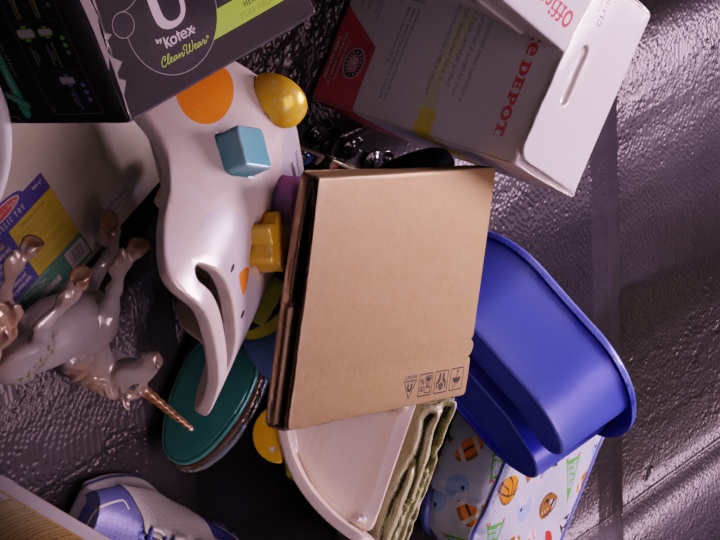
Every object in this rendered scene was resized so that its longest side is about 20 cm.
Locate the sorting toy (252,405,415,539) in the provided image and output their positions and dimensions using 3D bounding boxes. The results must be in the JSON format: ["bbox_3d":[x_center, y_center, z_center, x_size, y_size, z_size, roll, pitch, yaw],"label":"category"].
[{"bbox_3d":[-0.006,0.092,1.551,0.180,0.106,0.201,80,30,-82],"label":"sorting toy"}]

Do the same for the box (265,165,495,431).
[{"bbox_3d":[0.017,0.013,1.387,0.199,0.021,0.165,-6,107,-52],"label":"box"}]

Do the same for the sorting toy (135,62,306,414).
[{"bbox_3d":[-0.091,-0.013,1.321,0.181,0.106,0.201,-79,164,-47],"label":"sorting toy"}]

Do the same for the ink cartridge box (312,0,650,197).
[{"bbox_3d":[0.083,-0.151,1.488,0.083,0.199,0.146,25,88,-50],"label":"ink cartridge box"}]

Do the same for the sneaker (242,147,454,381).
[{"bbox_3d":[0.000,0.000,1.449,0.200,0.066,0.079,-45,117,-16],"label":"sneaker"}]

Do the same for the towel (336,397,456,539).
[{"bbox_3d":[0.025,0.155,1.598,0.200,0.036,0.149,180,-69,-86],"label":"towel"}]

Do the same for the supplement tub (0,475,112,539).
[{"bbox_3d":[-0.207,0.223,1.329,0.144,0.199,0.146,-21,121,-40],"label":"supplement tub"}]

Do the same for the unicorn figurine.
[{"bbox_3d":[-0.181,0.035,1.349,0.199,0.074,0.138,-3,129,-42],"label":"unicorn figurine"}]

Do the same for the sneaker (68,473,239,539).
[{"bbox_3d":[-0.114,0.209,1.492,0.199,0.115,0.081,28,84,-50],"label":"sneaker"}]

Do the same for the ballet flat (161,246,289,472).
[{"bbox_3d":[-0.079,0.050,1.503,0.074,0.074,0.201,20,95,-50],"label":"ballet flat"}]

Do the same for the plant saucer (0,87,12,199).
[{"bbox_3d":[-0.297,-0.074,1.184,0.198,0.050,0.201,-9,123,-14],"label":"plant saucer"}]

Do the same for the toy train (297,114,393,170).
[{"bbox_3d":[-0.016,-0.078,1.542,0.199,0.034,0.046,21,103,-51],"label":"toy train"}]

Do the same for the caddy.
[{"bbox_3d":[0.128,0.061,1.643,0.105,0.200,0.141,-38,172,-24],"label":"caddy"}]

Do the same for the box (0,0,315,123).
[{"bbox_3d":[-0.154,-0.168,1.200,0.148,0.199,0.125,-36,114,-33],"label":"box"}]

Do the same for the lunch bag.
[{"bbox_3d":[0.135,0.163,1.782,0.160,0.075,0.201,31,82,-52],"label":"lunch bag"}]

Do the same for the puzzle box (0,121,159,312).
[{"bbox_3d":[-0.194,-0.069,1.351,0.200,0.025,0.133,-50,138,-21],"label":"puzzle box"}]

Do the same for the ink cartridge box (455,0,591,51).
[{"bbox_3d":[0.097,-0.272,1.363,0.201,0.144,0.145,-62,150,0],"label":"ink cartridge box"}]
